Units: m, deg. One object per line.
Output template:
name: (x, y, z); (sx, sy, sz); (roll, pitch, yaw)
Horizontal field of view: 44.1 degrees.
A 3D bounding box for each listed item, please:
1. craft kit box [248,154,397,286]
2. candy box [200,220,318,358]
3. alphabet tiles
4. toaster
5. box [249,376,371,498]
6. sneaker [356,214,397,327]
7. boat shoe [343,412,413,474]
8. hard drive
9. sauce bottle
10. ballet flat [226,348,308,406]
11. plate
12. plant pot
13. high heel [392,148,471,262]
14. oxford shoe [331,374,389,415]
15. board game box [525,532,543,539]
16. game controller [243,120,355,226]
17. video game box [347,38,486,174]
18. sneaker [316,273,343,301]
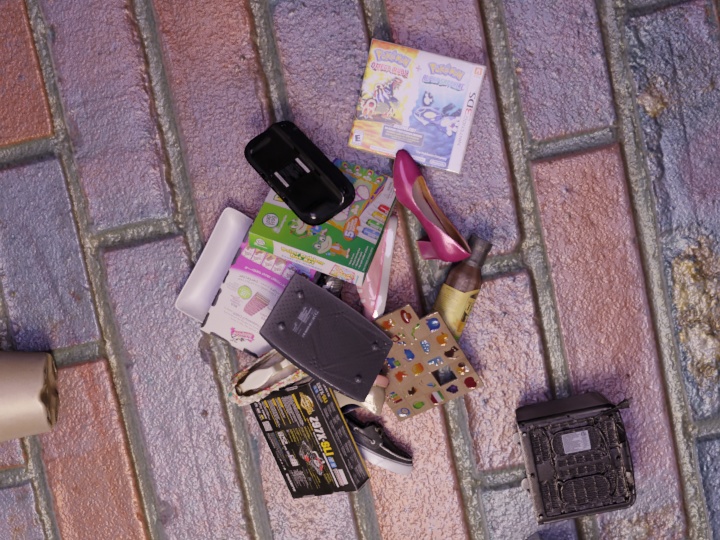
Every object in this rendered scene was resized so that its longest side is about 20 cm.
craft kit box: (-0.055, -0.094, 1.444); (0.196, 0.049, 0.201); (17, 57, 7)
candy box: (-0.162, 0.036, 1.481); (0.135, 0.061, 0.201); (28, 96, -2)
alphabet tiles: (0.088, 0.151, 1.488); (0.166, 0.008, 0.201); (-26, 113, 18)
toaster: (0.360, 0.307, 1.484); (0.198, 0.119, 0.183); (-13, 95, 4)
box: (-0.089, 0.281, 1.495); (0.159, 0.049, 0.202); (-19, 98, 38)
sneaker: (0.000, 0.000, 1.495); (0.103, 0.075, 0.203); (8, 88, -2)
boat shoe: (0.008, 0.284, 1.526); (0.199, 0.069, 0.057); (27, 96, 2)
hard drive: (-0.056, 0.111, 1.413); (0.199, 0.042, 0.136); (35, 58, -8)
sauce bottle: (0.165, 0.040, 1.496); (0.064, 0.065, 0.202); (23, 98, 1)
ballet flat: (-0.127, 0.154, 1.431); (0.199, 0.064, 0.076); (-36, 85, -6)
plate: (-0.188, 0.023, 1.528); (0.198, 0.032, 0.201); (29, 96, 0)
plant pot: (-0.613, 0.214, 1.501); (0.181, 0.200, 0.203); (-4, 95, -8)
high heel: (0.117, -0.106, 1.451); (0.095, 0.067, 0.202); (-3, 109, 40)
oxford shoe: (-0.051, 0.202, 1.492); (0.198, 0.071, 0.075); (2, 76, 27)
board game box: (0.353, 0.555, 1.467); (0.041, 0.200, 0.200); (-39, 93, 4)
game controller: (-0.100, -0.160, 1.438); (0.104, 0.042, 0.200); (-39, 68, -11)
video game box: (0.094, -0.272, 1.481); (0.198, 0.047, 0.184); (13, 94, 1)
sneaker: (-0.048, 0.082, 1.503); (0.090, 0.067, 0.202); (16, 113, -9)
